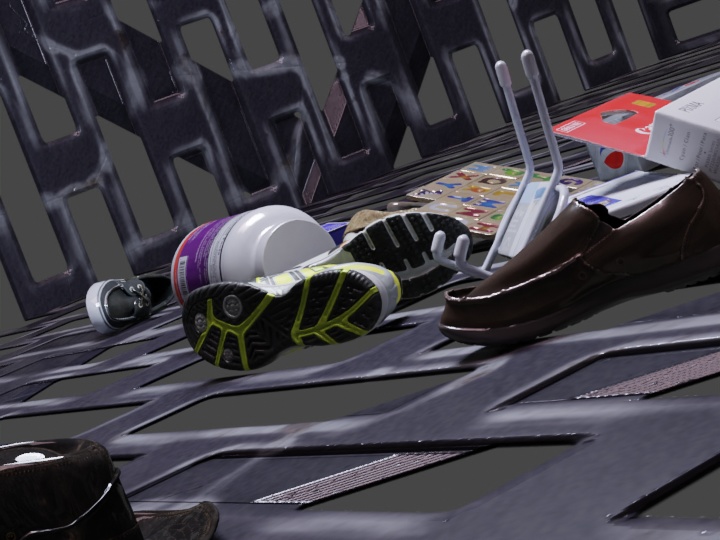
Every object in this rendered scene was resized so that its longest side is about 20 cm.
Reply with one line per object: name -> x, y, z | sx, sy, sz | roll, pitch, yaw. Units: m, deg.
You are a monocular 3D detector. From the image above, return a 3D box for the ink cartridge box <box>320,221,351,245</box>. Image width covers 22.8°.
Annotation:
ink cartridge box -> -0.100, -0.008, 2.150 | 0.198, 0.043, 0.200 | -22, 3, -11

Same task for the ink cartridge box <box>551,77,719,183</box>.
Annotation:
ink cartridge box -> 0.268, -0.124, 1.438 | 0.176, 0.045, 0.200 | 19, 22, 23

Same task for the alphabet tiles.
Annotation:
alphabet tiles -> 0.131, -0.066, 1.691 | 0.167, 0.008, 0.200 | 12, 23, 32

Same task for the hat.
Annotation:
hat -> -0.172, 0.126, 0.863 | 0.200, 0.081, 0.201 | -21, 6, 2

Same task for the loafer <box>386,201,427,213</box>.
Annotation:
loafer -> 0.098, -0.067, 1.878 | 0.072, 0.063, 0.200 | -16, 7, 40

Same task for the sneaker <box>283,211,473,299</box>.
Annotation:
sneaker -> 0.000, 0.000, 1.529 | 0.200, 0.074, 0.080 | -20, 3, 5

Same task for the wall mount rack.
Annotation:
wall mount rack -> 0.118, -0.077, 1.414 | 0.075, 0.174, 0.200 | 23, 0, -7

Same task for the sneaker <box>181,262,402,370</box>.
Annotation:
sneaker -> -0.055, 0.036, 1.441 | 0.200, 0.075, 0.076 | -5, 5, 32

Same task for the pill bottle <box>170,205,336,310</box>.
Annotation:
pill bottle -> -0.096, -0.001, 1.686 | 0.112, 0.113, 0.200 | -23, 6, -26

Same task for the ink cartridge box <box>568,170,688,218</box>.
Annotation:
ink cartridge box -> 0.200, -0.043, 1.380 | 0.099, 0.039, 0.200 | -21, 7, -2

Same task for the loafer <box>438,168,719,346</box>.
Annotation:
loafer -> 0.138, -0.010, 1.100 | 0.200, 0.071, 0.073 | -20, 5, 11

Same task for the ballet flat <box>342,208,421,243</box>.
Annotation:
ballet flat -> 0.017, -0.024, 1.751 | 0.065, 0.071, 0.200 | -35, 8, -23

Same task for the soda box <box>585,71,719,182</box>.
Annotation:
soda box -> 0.329, -0.155, 1.875 | 0.200, 0.063, 0.068 | -24, 5, -35

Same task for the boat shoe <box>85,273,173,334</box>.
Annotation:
boat shoe -> -0.304, 0.036, 2.375 | 0.057, 0.069, 0.200 | -19, 3, 16
